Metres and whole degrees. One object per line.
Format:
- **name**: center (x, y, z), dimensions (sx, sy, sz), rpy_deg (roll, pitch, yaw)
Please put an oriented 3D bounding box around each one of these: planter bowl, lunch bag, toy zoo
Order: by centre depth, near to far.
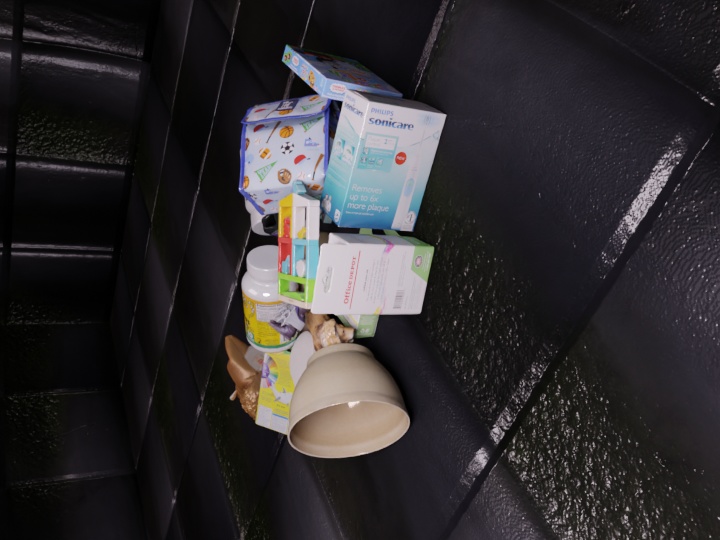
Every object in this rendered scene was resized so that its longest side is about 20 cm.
- **toy zoo**: center (-0.103, -0.045, 1.098), dimensions (0.131, 0.020, 0.202), rpy_deg (8, 98, 62)
- **planter bowl**: center (-0.026, 0.209, 1.124), dimensions (0.201, 0.199, 0.135), rpy_deg (123, 148, -42)
- **lunch bag**: center (-0.118, -0.218, 1.177), dimensions (0.124, 0.169, 0.201), rpy_deg (57, -150, -63)

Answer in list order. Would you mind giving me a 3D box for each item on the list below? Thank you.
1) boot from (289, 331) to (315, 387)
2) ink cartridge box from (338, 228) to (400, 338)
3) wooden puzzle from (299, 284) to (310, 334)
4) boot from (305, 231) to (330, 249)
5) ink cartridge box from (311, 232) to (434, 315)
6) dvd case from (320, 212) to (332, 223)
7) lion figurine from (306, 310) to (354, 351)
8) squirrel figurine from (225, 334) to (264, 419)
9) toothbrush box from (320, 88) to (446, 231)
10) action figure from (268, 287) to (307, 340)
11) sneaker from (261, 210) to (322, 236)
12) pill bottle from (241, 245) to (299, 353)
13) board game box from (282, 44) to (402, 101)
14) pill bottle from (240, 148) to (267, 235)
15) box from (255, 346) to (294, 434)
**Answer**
- **boot**: center (-0.082, 0.216, 1.317), dimensions (0.073, 0.090, 0.201), rpy_deg (-35, 40, 25)
- **ink cartridge box**: center (0.000, 0.000, 1.222), dimensions (0.146, 0.048, 0.201), rpy_deg (48, 132, 51)
- **wooden puzzle**: center (-0.128, 0.064, 1.410), dimensions (0.200, 0.037, 0.186), rpy_deg (18, 124, 54)
- **boot**: center (-0.106, -0.025, 1.401), dimensions (0.202, 0.070, 0.145), rpy_deg (-117, 34, -44)
- **ink cartridge box**: center (0.007, 0.005, 1.051), dimensions (0.067, 0.199, 0.118), rpy_deg (34, 118, 56)
- **dvd case**: center (-0.080, -0.203, 1.314), dimensions (0.200, 0.022, 0.147), rpy_deg (54, 133, 48)
- **lion figurine**: center (-0.066, 0.116, 1.234), dimensions (0.200, 0.072, 0.123), rpy_deg (36, 155, 58)
- **squirrel figurine**: center (-0.250, 0.271, 1.567), dimensions (0.187, 0.141, 0.201), rpy_deg (119, 143, -49)
- **toothbrush box**: center (0.033, -0.172, 1.071), dimensions (0.085, 0.146, 0.201), rpy_deg (44, 125, 52)
- **action figure**: center (-0.080, 0.031, 1.195), dimensions (0.200, 0.069, 0.130), rpy_deg (-51, 19, -3)
- **sneaker**: center (-0.126, -0.126, 1.275), dimensions (0.200, 0.087, 0.076), rpy_deg (-53, 43, 42)
- **pill bottle**: center (-0.178, 0.056, 1.336), dimensions (0.113, 0.112, 0.201), rpy_deg (-126, 30, -47)
- **board game box**: center (-0.035, -0.342, 1.192), dimensions (0.200, 0.150, 0.037), rpy_deg (53, 131, 47)
- **pill bottle**: center (-0.210, -0.190, 1.532), dimensions (0.114, 0.113, 0.201), rpy_deg (-35, 59, 55)
- **box**: center (-0.152, 0.242, 1.418), dimensions (0.117, 0.048, 0.201), rpy_deg (15, 106, 18)
